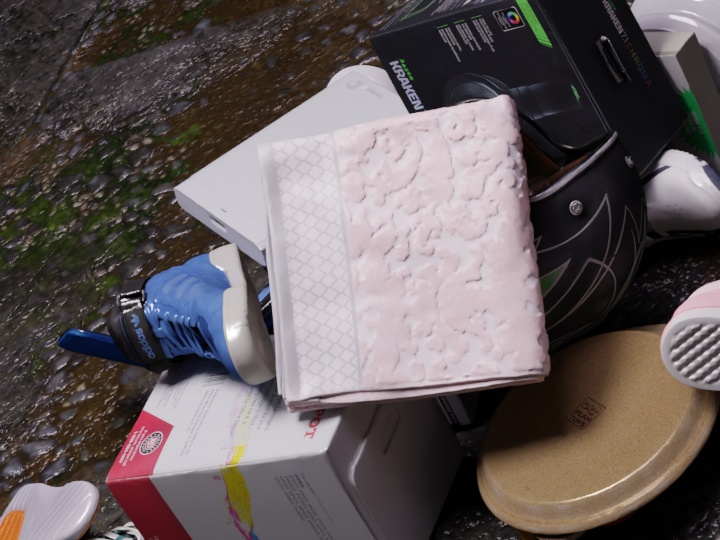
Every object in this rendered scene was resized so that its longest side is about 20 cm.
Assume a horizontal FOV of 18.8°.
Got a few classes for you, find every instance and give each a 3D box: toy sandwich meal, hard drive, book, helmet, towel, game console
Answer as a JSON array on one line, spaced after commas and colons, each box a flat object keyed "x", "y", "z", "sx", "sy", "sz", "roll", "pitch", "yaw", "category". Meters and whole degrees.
[{"x": 0.174, "y": 0.119, "z": 1.527, "sx": 0.205, "sy": 0.070, "sz": 0.205, "roll": -23, "pitch": 34, "yaw": 17, "category": "toy sandwich meal"}, {"x": -0.042, "y": -0.090, "z": 1.841, "sx": 0.200, "sy": 0.026, "sz": 0.132, "roll": -35, "pitch": 43, "yaw": -21, "category": "hard drive"}, {"x": 0.210, "y": -0.131, "z": 1.787, "sx": 0.200, "sy": 0.134, "sz": 0.048, "roll": 3, "pitch": 41, "yaw": 45, "category": "book"}, {"x": 0.111, "y": -0.027, "z": 1.600, "sx": 0.190, "sy": 0.200, "sz": 0.200, "roll": 25, "pitch": 52, "yaw": 10, "category": "helmet"}, {"x": 0.027, "y": -0.010, "z": 1.501, "sx": 0.190, "sy": 0.032, "sz": 0.201, "roll": -9, "pitch": 78, "yaw": 12, "category": "towel"}, {"x": -0.148, "y": 0.034, "z": 1.799, "sx": 0.171, "sy": 0.118, "sz": 0.200, "roll": -47, "pitch": 5, "yaw": -11, "category": "game console"}]

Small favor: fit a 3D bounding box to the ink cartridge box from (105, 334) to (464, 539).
[{"x": -0.052, "y": 0.143, "z": 1.607, "sx": 0.200, "sy": 0.145, "sz": 0.145, "roll": -10, "pitch": 36, "yaw": 32, "category": "ink cartridge box"}]

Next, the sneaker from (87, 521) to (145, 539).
[{"x": -0.182, "y": 0.228, "z": 1.661, "sx": 0.071, "sy": 0.080, "sz": 0.200, "roll": 0, "pitch": 43, "yaw": 47, "category": "sneaker"}]

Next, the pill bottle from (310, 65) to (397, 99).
[{"x": -0.015, "y": -0.093, "z": 1.950, "sx": 0.112, "sy": 0.113, "sz": 0.200, "roll": -13, "pitch": 34, "yaw": 28, "category": "pill bottle"}]

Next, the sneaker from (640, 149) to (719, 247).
[{"x": 0.196, "y": -0.029, "z": 1.705, "sx": 0.130, "sy": 0.080, "sz": 0.199, "roll": -47, "pitch": 34, "yaw": -22, "category": "sneaker"}]

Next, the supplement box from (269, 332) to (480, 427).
[{"x": 0.000, "y": 0.086, "z": 1.727, "sx": 0.199, "sy": 0.061, "sz": 0.109, "roll": -14, "pitch": 33, "yaw": 26, "category": "supplement box"}]

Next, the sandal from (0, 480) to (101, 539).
[{"x": -0.245, "y": 0.216, "z": 1.744, "sx": 0.207, "sy": 0.059, "sz": 0.079, "roll": -15, "pitch": 42, "yaw": 60, "category": "sandal"}]

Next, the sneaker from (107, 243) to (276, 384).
[{"x": -0.127, "y": 0.046, "z": 1.591, "sx": 0.111, "sy": 0.077, "sz": 0.200, "roll": -21, "pitch": 23, "yaw": -1, "category": "sneaker"}]

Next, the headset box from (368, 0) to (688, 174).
[{"x": 0.137, "y": -0.153, "z": 1.712, "sx": 0.200, "sy": 0.174, "sz": 0.093, "roll": -9, "pitch": 29, "yaw": 47, "category": "headset box"}]

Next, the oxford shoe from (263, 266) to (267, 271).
[{"x": 0.012, "y": -0.037, "z": 1.831, "sx": 0.199, "sy": 0.072, "sz": 0.071, "roll": -13, "pitch": -9, "yaw": 2, "category": "oxford shoe"}]

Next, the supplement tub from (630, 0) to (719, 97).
[{"x": 0.311, "y": -0.215, "z": 1.808, "sx": 0.145, "sy": 0.145, "sz": 0.200, "roll": 4, "pitch": 46, "yaw": 44, "category": "supplement tub"}]

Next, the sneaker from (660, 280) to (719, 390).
[{"x": 0.306, "y": 0.050, "z": 1.464, "sx": 0.200, "sy": 0.076, "sz": 0.105, "roll": 11, "pitch": 19, "yaw": 11, "category": "sneaker"}]
